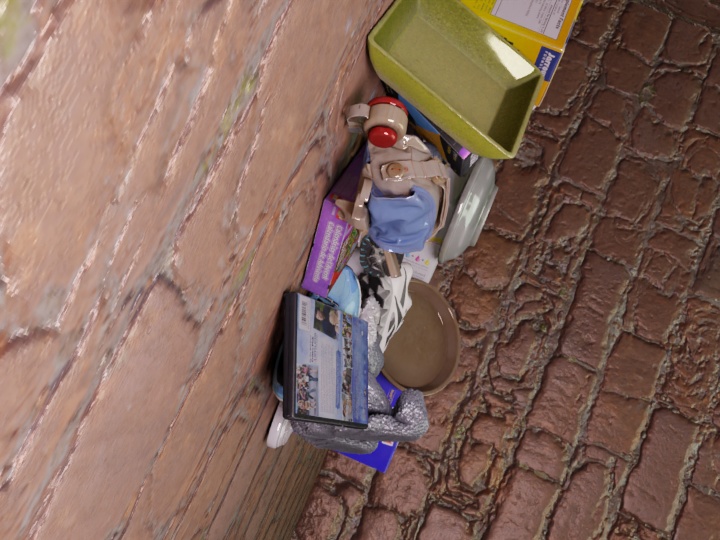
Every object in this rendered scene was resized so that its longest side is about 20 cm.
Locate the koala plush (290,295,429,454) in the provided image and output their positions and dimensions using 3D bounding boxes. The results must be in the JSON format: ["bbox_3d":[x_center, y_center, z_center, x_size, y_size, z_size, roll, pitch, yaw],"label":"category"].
[{"bbox_3d":[-0.017,0.146,1.186,0.176,0.182,0.203,-27,-125,47],"label":"koala plush"}]

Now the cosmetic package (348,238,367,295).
[{"bbox_3d":[0.000,0.000,1.316,0.102,0.073,0.202,-61,173,-49],"label":"cosmetic package"}]

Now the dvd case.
[{"bbox_3d":[-0.039,0.117,1.007,0.199,0.017,0.145,28,59,-61],"label":"dvd case"}]

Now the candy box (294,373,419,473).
[{"bbox_3d":[-0.012,0.237,1.454,0.077,0.197,0.172,-32,145,-80],"label":"candy box"}]

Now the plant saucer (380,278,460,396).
[{"bbox_3d":[0.090,0.115,1.400,0.029,0.199,0.202,-23,-145,53],"label":"plant saucer"}]

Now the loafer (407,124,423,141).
[{"bbox_3d":[0.090,-0.229,1.328,0.201,0.062,0.072,-62,174,-45],"label":"loafer"}]

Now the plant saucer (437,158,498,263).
[{"bbox_3d":[0.186,-0.098,1.355,0.200,0.050,0.203,23,89,-83],"label":"plant saucer"}]

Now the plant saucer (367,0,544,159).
[{"bbox_3d":[0.105,-0.225,0.927,0.048,0.199,0.201,-45,-169,43],"label":"plant saucer"}]

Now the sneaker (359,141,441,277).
[{"bbox_3d":[0.049,-0.094,1.114,0.087,0.077,0.202,-81,-165,-59],"label":"sneaker"}]

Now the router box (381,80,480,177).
[{"bbox_3d":[0.097,-0.199,1.053,0.051,0.149,0.200,-44,176,5],"label":"router box"}]

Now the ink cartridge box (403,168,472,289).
[{"bbox_3d":[0.096,-0.105,1.438,0.145,0.143,0.202,-59,169,-47],"label":"ink cartridge box"}]

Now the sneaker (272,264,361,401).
[{"bbox_3d":[-0.055,0.080,1.086,0.090,0.077,0.203,84,28,-71],"label":"sneaker"}]

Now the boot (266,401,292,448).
[{"bbox_3d":[-0.071,0.204,1.302,0.074,0.094,0.202,102,12,-61],"label":"boot"}]

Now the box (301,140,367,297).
[{"bbox_3d":[-0.013,-0.076,1.069,0.201,0.039,0.138,-60,170,-52],"label":"box"}]

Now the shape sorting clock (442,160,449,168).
[{"bbox_3d":[0.157,-0.227,1.241,0.201,0.039,0.201,-52,-163,22],"label":"shape sorting clock"}]

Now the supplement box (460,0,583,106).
[{"bbox_3d":[0.172,-0.321,1.066,0.110,0.197,0.110,102,14,-62],"label":"supplement box"}]

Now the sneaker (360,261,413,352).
[{"bbox_3d":[0.040,0.070,1.271,0.088,0.074,0.202,-21,143,-34],"label":"sneaker"}]

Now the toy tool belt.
[{"bbox_3d":[0.035,-0.081,0.900,0.201,0.123,0.125,68,28,-62],"label":"toy tool belt"}]
